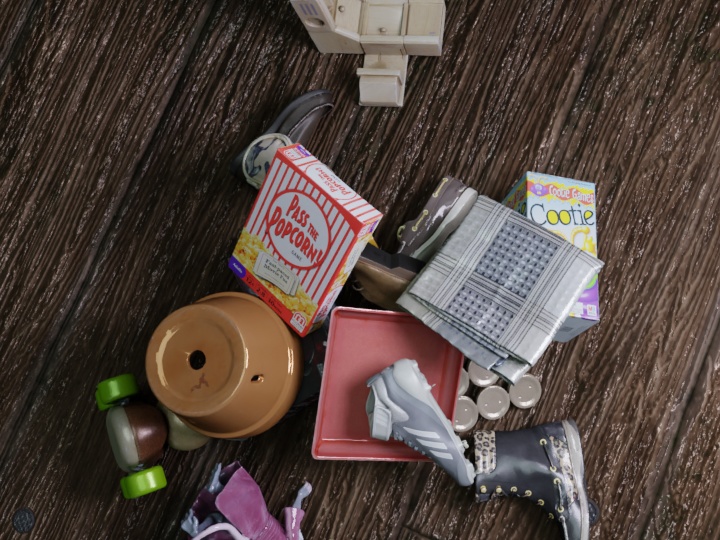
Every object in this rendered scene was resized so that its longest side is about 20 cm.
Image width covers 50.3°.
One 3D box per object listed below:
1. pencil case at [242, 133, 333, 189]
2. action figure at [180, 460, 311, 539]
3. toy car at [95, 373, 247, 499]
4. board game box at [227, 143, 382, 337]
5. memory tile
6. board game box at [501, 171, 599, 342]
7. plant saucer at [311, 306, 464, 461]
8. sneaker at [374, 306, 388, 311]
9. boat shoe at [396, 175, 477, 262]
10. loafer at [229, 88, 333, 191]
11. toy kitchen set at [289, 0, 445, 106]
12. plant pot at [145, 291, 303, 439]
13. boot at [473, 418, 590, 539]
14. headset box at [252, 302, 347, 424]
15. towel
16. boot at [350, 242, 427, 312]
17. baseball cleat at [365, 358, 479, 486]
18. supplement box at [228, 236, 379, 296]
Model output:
[{"bbox_3d":[-0.098,-0.133,1.111,0.077,0.200,0.090,17,87,21],"label":"pencil case"},{"bbox_3d":[-0.136,0.356,1.058,0.200,0.149,0.134,41,97,-19],"label":"action figure"},{"bbox_3d":[-0.268,0.221,1.130,0.199,0.158,0.165,-15,81,-24],"label":"toy car"},{"bbox_3d":[-0.077,-0.037,0.992,0.151,0.046,0.201,41,125,17],"label":"board game box"},{"bbox_3d":[0.151,0.147,1.083,0.199,0.017,0.154,-18,99,-7],"label":"memory tile"},{"bbox_3d":[0.256,-0.017,1.056,0.102,0.105,0.201,9,67,-9],"label":"board game box"},{"bbox_3d":[0.037,0.152,1.025,0.198,0.037,0.202,6,95,-20],"label":"plant saucer"},{"bbox_3d":[0.036,0.150,1.118,0.077,0.076,0.201,12,70,-28],"label":"sneaker"},{"bbox_3d":[0.092,-0.054,1.138,0.059,0.072,0.200,37,83,18],"label":"boat shoe"},{"bbox_3d":[-0.111,-0.199,1.196,0.200,0.073,0.071,-42,83,8],"label":"loafer"},{"bbox_3d":[0.013,-0.355,1.143,0.198,0.180,0.164,5,82,13],"label":"toy kitchen set"},{"bbox_3d":[-0.186,0.119,1.000,0.198,0.140,0.202,-2,79,11],"label":"plant pot"},{"bbox_3d":[0.232,0.307,1.052,0.149,0.073,0.202,-3,76,6],"label":"boot"},{"bbox_3d":[-0.112,0.128,1.107,0.199,0.075,0.149,-32,74,21],"label":"headset box"},{"bbox_3d":[0.172,0.018,0.967,0.192,0.035,0.200,34,78,22],"label":"towel"},{"bbox_3d":[0.000,0.000,1.043,0.199,0.074,0.076,24,115,1],"label":"boot"},{"bbox_3d":[0.072,0.211,1.002,0.106,0.070,0.201,-29,102,1],"label":"baseball cleat"},{"bbox_3d":[-0.079,-0.022,1.134,0.199,0.110,0.086,-30,78,2],"label":"supplement box"}]
